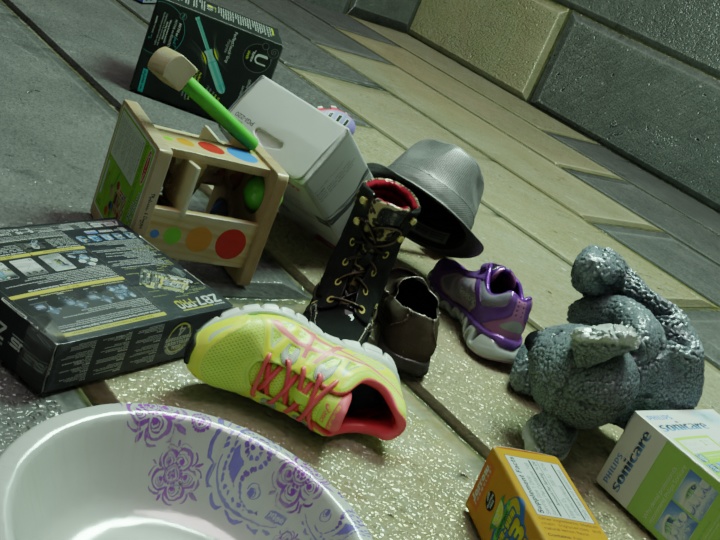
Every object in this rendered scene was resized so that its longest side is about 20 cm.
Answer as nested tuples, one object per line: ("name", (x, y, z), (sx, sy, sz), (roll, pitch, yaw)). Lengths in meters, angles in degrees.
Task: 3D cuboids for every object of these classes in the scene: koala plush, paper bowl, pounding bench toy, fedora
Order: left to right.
("paper bowl", (-0.095, 0.164, 0.460), (0.200, 0.105, 0.201), (22, 20, -8))
("pounding bench toy", (-0.152, -0.106, 0.935), (0.155, 0.201, 0.124), (8, 24, -35))
("fedora", (0.090, -0.097, 1.140), (0.176, 0.091, 0.200), (35, -13, 1))
("koala plush", (0.228, 0.094, 0.907), (0.183, 0.178, 0.200), (37, 23, 22))

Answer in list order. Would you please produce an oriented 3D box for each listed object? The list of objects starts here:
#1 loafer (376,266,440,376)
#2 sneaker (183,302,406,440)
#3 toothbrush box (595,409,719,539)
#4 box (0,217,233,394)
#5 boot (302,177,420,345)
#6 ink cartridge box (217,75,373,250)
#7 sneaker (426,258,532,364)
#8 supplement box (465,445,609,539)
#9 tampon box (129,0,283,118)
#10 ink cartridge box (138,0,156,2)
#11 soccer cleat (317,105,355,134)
("loafer", (0.058, 0.039, 0.997), (0.073, 0.071, 0.200), (20, 20, -10))
("sneaker", (-0.042, 0.088, 0.753), (0.199, 0.079, 0.090), (14, 24, -26))
("toothbrush box", (0.338, 0.217, 0.848), (0.145, 0.087, 0.200), (7, 25, -40))
("box", (-0.225, 0.018, 0.764), (0.161, 0.049, 0.200), (31, 21, 23))
("boot", (0.000, 0.000, 0.911), (0.073, 0.151, 0.200), (24, 20, 1))
("ink cartridge box", (-0.059, -0.113, 1.095), (0.145, 0.085, 0.200), (35, -9, 28))
("sneaker", (0.145, 0.026, 1.105), (0.080, 0.089, 0.200), (12, 20, -24))
("supplement box", (0.139, 0.211, 0.666), (0.068, 0.067, 0.200), (14, 21, -17))
("tampon box", (-0.240, -0.332, 1.478), (0.199, 0.151, 0.126), (18, 21, -16))
("ink cartridge box", (-0.485, -0.646, 2.147), (0.094, 0.044, 0.200), (25, 20, 7))
("soccer cleat", (-0.082, -0.239, 1.577), (0.199, 0.067, 0.077), (11, 54, -47))
